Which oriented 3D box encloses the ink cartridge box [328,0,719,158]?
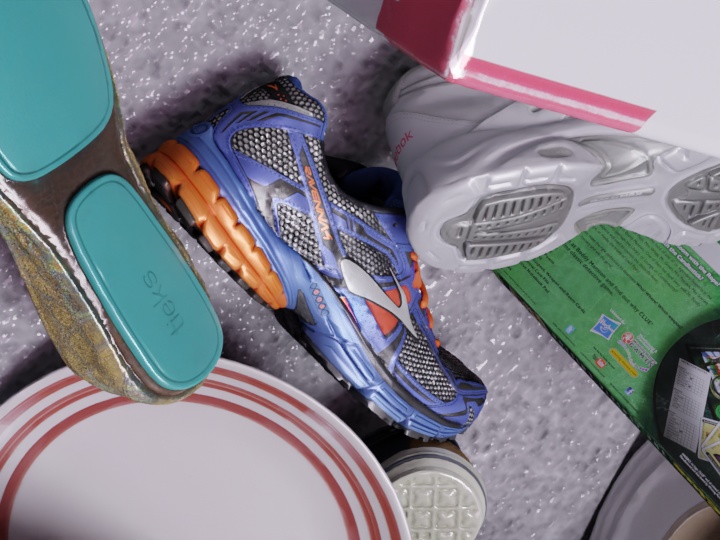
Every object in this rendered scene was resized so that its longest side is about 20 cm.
[{"bbox_3d":[0.052,-0.116,0.620,0.145,0.200,0.085,12,106,-32],"label":"ink cartridge box"}]

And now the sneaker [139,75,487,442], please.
[{"bbox_3d":[0.000,0.000,0.743,0.078,0.075,0.200,-45,130,-2],"label":"sneaker"}]

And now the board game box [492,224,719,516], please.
[{"bbox_3d":[0.156,0.033,0.768,0.105,0.200,0.023,-41,153,1],"label":"board game box"}]

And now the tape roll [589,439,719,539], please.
[{"bbox_3d":[0.192,0.163,0.855,0.071,0.202,0.203,16,109,-33],"label":"tape roll"}]

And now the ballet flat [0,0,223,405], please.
[{"bbox_3d":[-0.115,-0.038,0.660,0.071,0.071,0.200,-28,114,-11],"label":"ballet flat"}]

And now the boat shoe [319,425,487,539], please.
[{"bbox_3d":[-0.027,0.136,0.813,0.200,0.062,0.075,-41,112,17],"label":"boat shoe"}]

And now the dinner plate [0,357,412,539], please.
[{"bbox_3d":[-0.076,0.121,0.762,0.199,0.024,0.201,2,114,4],"label":"dinner plate"}]

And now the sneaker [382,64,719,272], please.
[{"bbox_3d":[0.101,-0.064,0.739,0.199,0.100,0.078,-5,146,-24],"label":"sneaker"}]
